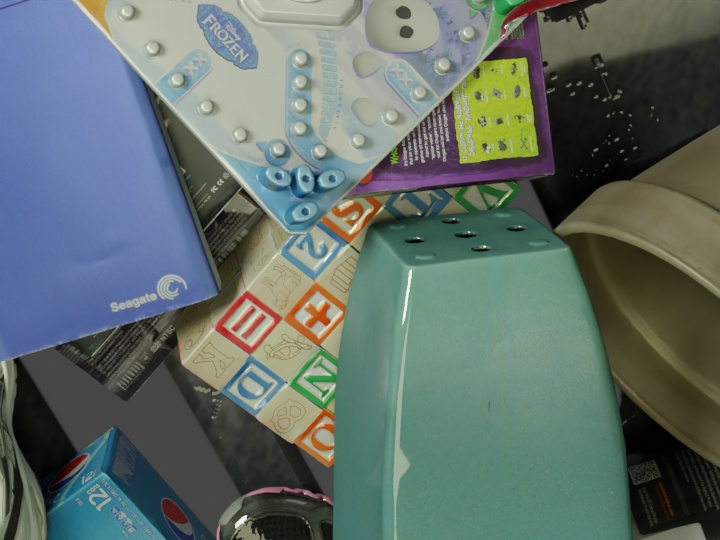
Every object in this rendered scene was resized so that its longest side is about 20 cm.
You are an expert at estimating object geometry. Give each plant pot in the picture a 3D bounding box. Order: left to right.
[{"bbox_3d":[0.061,0.076,0.853,0.140,0.141,0.202,-6,107,-11],"label":"plant pot"},{"bbox_3d":[0.230,-0.007,0.859,0.173,0.200,0.200,-44,108,-16],"label":"plant pot"}]

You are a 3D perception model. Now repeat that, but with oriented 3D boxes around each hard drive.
[{"bbox_3d":[-0.168,-0.061,0.837,0.131,0.025,0.202,-16,111,4],"label":"hard drive"}]

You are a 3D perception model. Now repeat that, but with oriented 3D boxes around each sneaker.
[{"bbox_3d":[-0.234,0.081,0.894,0.075,0.088,0.202,-24,82,5],"label":"sneaker"},{"bbox_3d":[-0.004,0.211,0.972,0.200,0.095,0.079,41,94,-16],"label":"sneaker"}]

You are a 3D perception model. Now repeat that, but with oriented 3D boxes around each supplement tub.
[{"bbox_3d":[0.234,0.150,0.949,0.198,0.123,0.124,-19,110,5],"label":"supplement tub"}]

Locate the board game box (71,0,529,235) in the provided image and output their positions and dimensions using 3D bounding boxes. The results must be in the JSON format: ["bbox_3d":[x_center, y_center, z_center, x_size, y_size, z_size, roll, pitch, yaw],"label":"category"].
[{"bbox_3d":[-0.028,-0.156,0.796,0.200,0.026,0.200,-44,96,-11],"label":"board game box"}]

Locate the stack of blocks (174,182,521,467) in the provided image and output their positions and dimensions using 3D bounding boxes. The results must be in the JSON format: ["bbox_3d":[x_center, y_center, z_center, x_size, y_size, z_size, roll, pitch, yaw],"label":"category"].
[{"bbox_3d":[0.000,0.000,0.910,0.115,0.059,0.200,37,102,-23],"label":"stack of blocks"}]

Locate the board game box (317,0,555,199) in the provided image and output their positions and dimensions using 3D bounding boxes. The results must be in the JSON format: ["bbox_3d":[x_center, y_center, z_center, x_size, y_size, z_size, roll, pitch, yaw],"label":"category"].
[{"bbox_3d":[0.033,-0.143,0.834,0.119,0.032,0.202,-6,88,-17],"label":"board game box"}]

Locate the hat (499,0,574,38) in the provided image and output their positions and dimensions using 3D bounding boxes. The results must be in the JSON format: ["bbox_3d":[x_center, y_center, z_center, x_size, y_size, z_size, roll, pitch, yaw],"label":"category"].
[{"bbox_3d":[0.201,-0.180,0.849,0.175,0.199,0.167,-8,69,34],"label":"hat"}]

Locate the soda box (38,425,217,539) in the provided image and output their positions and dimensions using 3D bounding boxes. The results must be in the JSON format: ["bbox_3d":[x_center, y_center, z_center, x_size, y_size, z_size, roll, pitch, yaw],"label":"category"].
[{"bbox_3d":[-0.118,0.198,0.983,0.068,0.064,0.200,-35,107,10],"label":"soda box"}]

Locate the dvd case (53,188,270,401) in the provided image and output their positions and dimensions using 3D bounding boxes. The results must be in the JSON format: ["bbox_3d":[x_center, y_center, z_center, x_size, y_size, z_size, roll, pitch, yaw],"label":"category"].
[{"bbox_3d":[-0.168,-0.035,0.920,0.200,0.016,0.149,39,104,-16],"label":"dvd case"}]

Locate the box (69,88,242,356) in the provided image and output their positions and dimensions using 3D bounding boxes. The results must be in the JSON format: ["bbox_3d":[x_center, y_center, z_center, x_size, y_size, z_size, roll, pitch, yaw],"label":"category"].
[{"bbox_3d":[-0.148,-0.074,0.871,0.159,0.046,0.200,38,106,-16],"label":"box"}]
